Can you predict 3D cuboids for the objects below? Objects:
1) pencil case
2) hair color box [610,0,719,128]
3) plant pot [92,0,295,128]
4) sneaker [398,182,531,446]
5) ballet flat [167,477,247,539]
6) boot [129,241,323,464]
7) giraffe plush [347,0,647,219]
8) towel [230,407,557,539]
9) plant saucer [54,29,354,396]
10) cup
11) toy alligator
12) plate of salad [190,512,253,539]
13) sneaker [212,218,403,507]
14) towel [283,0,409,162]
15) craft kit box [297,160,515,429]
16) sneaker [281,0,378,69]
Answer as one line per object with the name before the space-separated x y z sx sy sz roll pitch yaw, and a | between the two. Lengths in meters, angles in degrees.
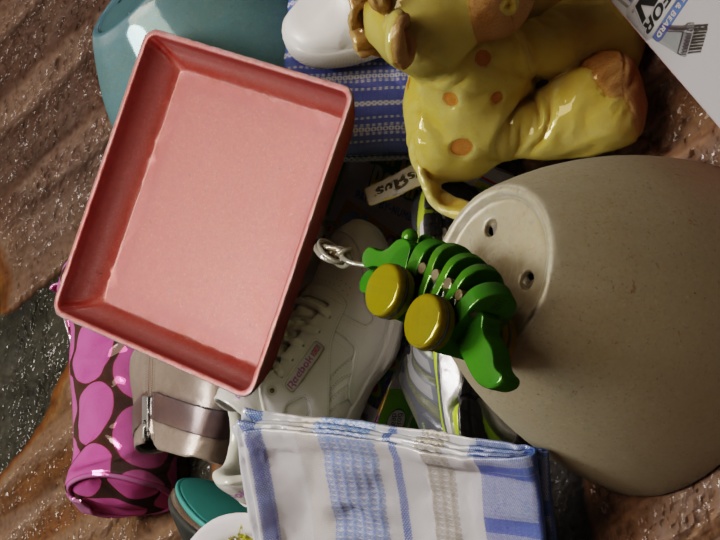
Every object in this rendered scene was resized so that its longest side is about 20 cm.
pencil case | -0.185 0.086 1.774 0.093 0.091 0.201 -11 60 11
hair color box | 0.225 -0.151 1.365 0.111 0.064 0.200 -55 42 21
plant pot | -0.108 -0.152 1.663 0.200 0.135 0.200 -40 20 18
sneaker | 0.054 0.041 1.486 0.081 0.074 0.201 -22 69 53
ballet flat | -0.073 0.198 1.608 0.200 0.068 0.069 19 104 53
boot | -0.093 0.057 1.615 0.200 0.070 0.147 -11 67 58
giraffe plush | 0.062 -0.145 1.428 0.200 0.163 0.173 -36 44 -7
towel | 0.022 0.157 1.410 0.199 0.024 0.148 5 117 24
plant saucer | -0.094 -0.038 1.520 0.199 0.037 0.201 20 91 41
cup | 0.125 0.018 1.360 0.200 0.143 0.202 -22 60 45
toy alligator | 0.035 0.004 1.312 0.200 0.059 0.055 39 107 51
plate of salad | -0.065 0.257 1.541 0.199 0.048 0.201 14 111 42
sneaker | -0.034 0.061 1.514 0.075 0.099 0.201 11 84 54
towel | 0.020 -0.159 1.569 0.144 0.024 0.201 -2 57 8
craft kit box | 0.000 0.000 1.609 0.200 0.048 0.199 24 93 52
sneaker | 0.032 -0.207 1.533 0.199 0.089 0.075 -29 59 -1
